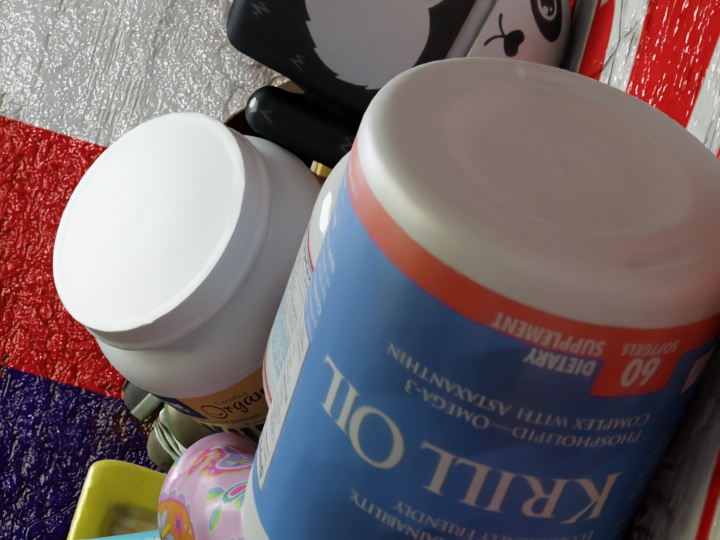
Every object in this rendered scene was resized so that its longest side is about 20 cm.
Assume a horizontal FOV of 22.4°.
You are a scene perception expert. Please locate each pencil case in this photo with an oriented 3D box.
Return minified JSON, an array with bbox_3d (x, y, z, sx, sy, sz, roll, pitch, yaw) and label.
[{"bbox_3d":[-0.032,0.134,0.856,0.200,0.087,0.088,13,86,66],"label":"pencil case"}]

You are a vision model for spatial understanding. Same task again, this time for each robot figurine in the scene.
[{"bbox_3d":[0.010,-0.142,0.922,0.151,0.199,0.125,-58,5,42],"label":"robot figurine"}]

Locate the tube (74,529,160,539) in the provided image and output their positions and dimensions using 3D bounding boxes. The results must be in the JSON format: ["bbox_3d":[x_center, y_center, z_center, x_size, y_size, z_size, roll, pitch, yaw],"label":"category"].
[{"bbox_3d":[-0.102,0.196,1.195,0.050,0.198,0.078,60,-162,-63],"label":"tube"}]

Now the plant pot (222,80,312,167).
[{"bbox_3d":[-0.029,-0.122,1.798,0.200,0.186,0.188,-54,-14,-55],"label":"plant pot"}]

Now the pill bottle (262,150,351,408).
[{"bbox_3d":[0.024,0.008,0.789,0.200,0.108,0.109,113,172,-57],"label":"pill bottle"}]

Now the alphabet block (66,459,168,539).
[{"bbox_3d":[-0.131,0.273,1.312,0.200,0.195,0.197,114,169,-64],"label":"alphabet block"}]

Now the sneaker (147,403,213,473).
[{"bbox_3d":[-0.108,0.114,1.239,0.068,0.089,0.200,66,-167,9],"label":"sneaker"}]

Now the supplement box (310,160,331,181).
[{"bbox_3d":[0.000,0.000,1.215,0.131,0.102,0.201,-87,13,-67],"label":"supplement box"}]

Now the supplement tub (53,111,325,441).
[{"bbox_3d":[-0.054,0.017,0.966,0.200,0.144,0.145,39,-121,-47],"label":"supplement tub"}]

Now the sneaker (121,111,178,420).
[{"bbox_3d":[-0.129,-0.003,1.232,0.201,0.106,0.075,-59,-5,13],"label":"sneaker"}]

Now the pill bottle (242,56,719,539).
[{"bbox_3d":[0.028,0.050,0.529,0.113,0.111,0.201,-79,6,-56],"label":"pill bottle"}]
